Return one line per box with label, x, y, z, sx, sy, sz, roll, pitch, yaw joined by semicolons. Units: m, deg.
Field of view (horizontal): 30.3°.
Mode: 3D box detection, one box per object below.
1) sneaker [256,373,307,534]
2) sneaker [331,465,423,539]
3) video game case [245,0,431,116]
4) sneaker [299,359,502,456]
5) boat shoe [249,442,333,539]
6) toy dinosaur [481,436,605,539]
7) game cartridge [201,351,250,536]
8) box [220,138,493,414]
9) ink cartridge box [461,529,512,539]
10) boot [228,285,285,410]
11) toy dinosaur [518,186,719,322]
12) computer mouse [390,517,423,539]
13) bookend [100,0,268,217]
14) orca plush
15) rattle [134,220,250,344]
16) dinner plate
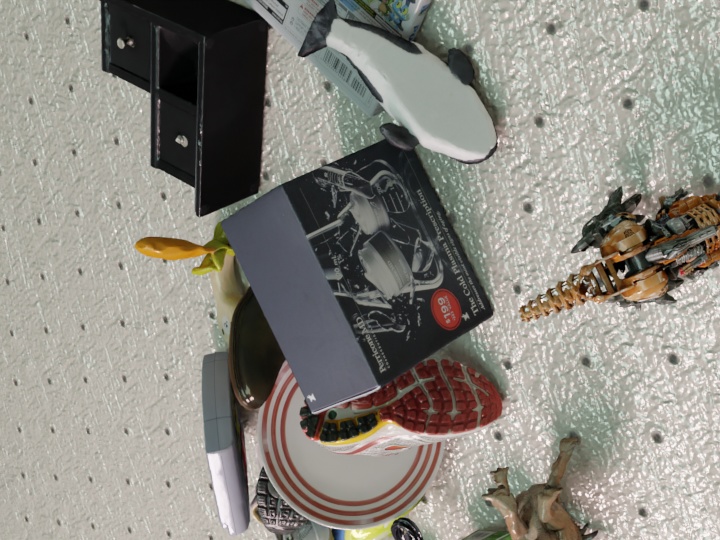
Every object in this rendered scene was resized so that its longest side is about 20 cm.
sneaker;-0.067;0.184;1.441;0.091;0.075;0.203;154;129;-84
sneaker;-0.003;0.258;1.458;0.105;0.075;0.201;48;128;20
video game case;-0.021;-0.277;1.252;0.200;0.022;0.183;45;134;20
sneaker;0.043;0.140;1.321;0.197;0.082;0.079;-6;64;11
boat shoe;-0.092;0.257;1.494;0.200;0.068;0.072;-125;33;-51
toy dinosaur;0.174;0.247;1.226;0.085;0.200;0.137;-15;102;16
game cartridge;-0.153;0.184;1.498;0.201;0.040;0.135;-104;2;-61
box;0.000;0.000;1.247;0.104;0.181;0.202;-26;92;47
ink cartridge box;0.158;0.363;1.332;0.202;0.059;0.104;62;164;2
boot;-0.071;0.042;1.353;0.096;0.202;0.075;-12;146;38
toy dinosaur;0.220;-0.017;1.055;0.197;0.136;0.104;-5;92;2
computer mouse;0.059;0.317;1.416;0.058;0.034;0.201;30;147;26
bookend;-0.201;-0.195;1.411;0.199;0.092;0.201;29;127;32
orca plush;0.035;-0.158;1.211;0.198;0.106;0.071;23;168;0
rattle;-0.164;0.052;1.460;0.129;0.142;0.202;30;127;31
dinner plate;-0.009;0.165;1.376;0.197;0.024;0.203;-1;86;8
